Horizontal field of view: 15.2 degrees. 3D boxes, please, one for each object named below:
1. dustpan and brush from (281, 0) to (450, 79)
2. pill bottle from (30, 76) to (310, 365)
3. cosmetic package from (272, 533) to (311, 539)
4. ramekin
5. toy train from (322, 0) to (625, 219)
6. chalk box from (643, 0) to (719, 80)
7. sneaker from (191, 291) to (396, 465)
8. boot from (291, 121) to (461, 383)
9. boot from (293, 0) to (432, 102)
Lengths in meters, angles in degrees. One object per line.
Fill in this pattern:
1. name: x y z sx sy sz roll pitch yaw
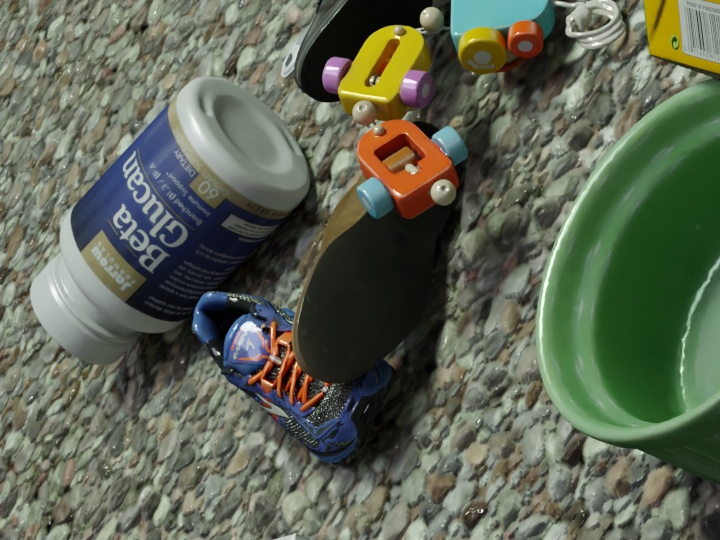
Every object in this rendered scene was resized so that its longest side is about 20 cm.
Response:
1. dustpan and brush: 0.022 -0.201 1.799 0.201 0.057 0.140 -55 32 11
2. pill bottle: -0.136 -0.028 1.843 0.200 0.111 0.111 -45 35 25
3. cosmetic package: -0.064 0.260 1.573 0.082 0.050 0.201 -20 51 46
4. ramekin: 0.191 0.011 1.356 0.200 0.097 0.201 -34 41 36
5. toy train: 0.063 -0.104 1.638 0.200 0.056 0.150 -37 48 -15
6. chalk box: 0.252 -0.180 1.352 0.124 0.199 0.125 29 133 60
7. sneaker: -0.048 0.063 1.677 0.200 0.078 0.076 23 86 58
8. boot: 0.000 0.000 1.655 0.075 0.074 0.201 -33 23 47
9. boot: -0.020 -0.209 1.769 0.174 0.069 0.201 23 72 46
